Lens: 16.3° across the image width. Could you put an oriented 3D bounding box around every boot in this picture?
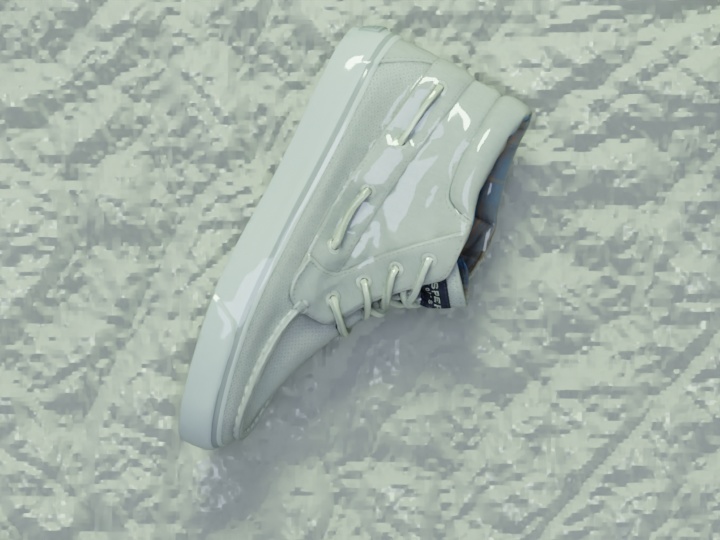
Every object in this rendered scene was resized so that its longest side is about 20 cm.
[{"bbox_3d":[0.000,0.000,1.084,0.095,0.074,0.201,25,93,11],"label":"boot"}]
